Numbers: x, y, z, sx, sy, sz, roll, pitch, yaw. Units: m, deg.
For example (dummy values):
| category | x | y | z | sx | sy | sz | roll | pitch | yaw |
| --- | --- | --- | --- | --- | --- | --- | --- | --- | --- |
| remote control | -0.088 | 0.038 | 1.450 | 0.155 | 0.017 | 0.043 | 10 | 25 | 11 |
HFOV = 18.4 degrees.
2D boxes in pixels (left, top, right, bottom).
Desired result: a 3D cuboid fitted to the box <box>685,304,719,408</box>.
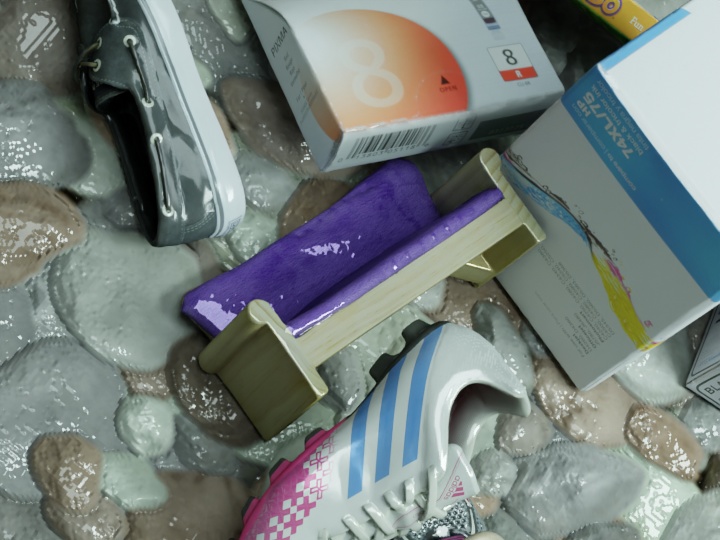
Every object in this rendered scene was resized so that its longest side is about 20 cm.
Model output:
| category | x | y | z | sx | sy | sz | roll | pitch | yaw |
| --- | --- | --- | --- | --- | --- | --- | --- | --- | --- |
| box | 0.286 | -0.007 | 1.392 | 0.060 | 0.117 | 0.201 | 34 | 57 | -12 |

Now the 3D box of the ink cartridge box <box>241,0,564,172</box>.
| category | x | y | z | sx | sy | sz | roll | pitch | yaw |
| --- | --- | --- | --- | --- | --- | --- | --- | --- | --- |
| ink cartridge box | 0.014 | -0.164 | 1.347 | 0.161 | 0.050 | 0.201 | -12 | 68 | -29 |

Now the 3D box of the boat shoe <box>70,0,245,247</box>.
| category | x | y | z | sx | sy | sz | roll | pitch | yaw |
| --- | --- | --- | --- | --- | --- | --- | --- | --- | --- |
| boat shoe | -0.129 | -0.107 | 1.261 | 0.056 | 0.069 | 0.201 | -21 | 82 | -30 |

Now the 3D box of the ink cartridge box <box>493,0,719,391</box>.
| category | x | y | z | sx | sy | sz | roll | pitch | yaw |
| --- | --- | --- | --- | --- | --- | --- | --- | --- | --- |
| ink cartridge box | 0.180 | -0.051 | 1.307 | 0.146 | 0.200 | 0.146 | -34 | 85 | -33 |

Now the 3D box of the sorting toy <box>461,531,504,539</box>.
| category | x | y | z | sx | sy | sz | roll | pitch | yaw |
| --- | --- | --- | --- | --- | --- | --- | --- | --- | --- |
| sorting toy | 0.028 | 0.260 | 1.150 | 0.199 | 0.036 | 0.186 | -29 | 82 | 1 |

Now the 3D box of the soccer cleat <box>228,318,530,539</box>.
| category | x | y | z | sx | sy | sz | roll | pitch | yaw |
| --- | --- | --- | --- | --- | --- | --- | --- | --- | --- |
| soccer cleat | 0.010 | 0.116 | 1.191 | 0.086 | 0.070 | 0.200 | 36 | 80 | 28 |

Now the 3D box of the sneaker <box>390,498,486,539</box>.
| category | x | y | z | sx | sy | sz | roll | pitch | yaw |
| --- | --- | --- | --- | --- | --- | --- | --- | --- | --- |
| sneaker | 0.064 | 0.192 | 1.225 | 0.080 | 0.075 | 0.201 | -14 | 75 | -30 |

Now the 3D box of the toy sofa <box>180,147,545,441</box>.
| category | x | y | z | sx | sy | sz | roll | pitch | yaw |
| --- | --- | --- | --- | --- | --- | --- | --- | --- | --- |
| toy sofa | 0.000 | 0.000 | 1.268 | 0.200 | 0.083 | 0.098 | -34 | 86 | -33 |

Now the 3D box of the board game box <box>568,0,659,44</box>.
| category | x | y | z | sx | sy | sz | roll | pitch | yaw |
| --- | --- | --- | --- | --- | --- | --- | --- | --- | --- |
| board game box | 0.164 | -0.162 | 1.413 | 0.199 | 0.096 | 0.030 | 34 | 97 | -8 |
